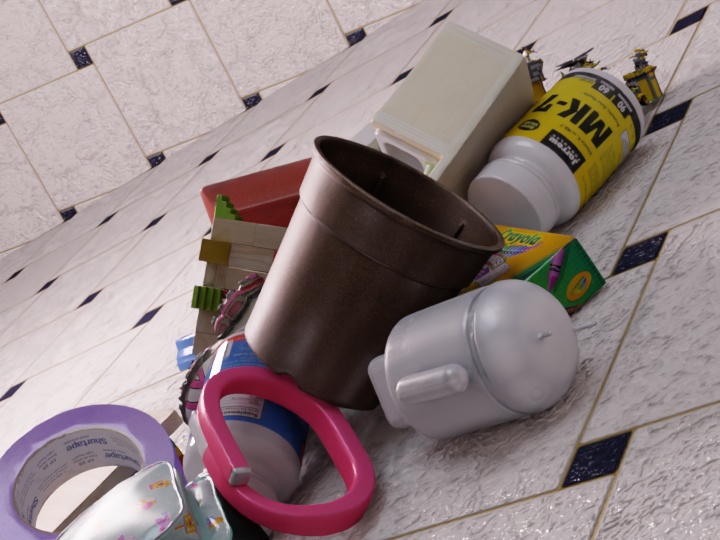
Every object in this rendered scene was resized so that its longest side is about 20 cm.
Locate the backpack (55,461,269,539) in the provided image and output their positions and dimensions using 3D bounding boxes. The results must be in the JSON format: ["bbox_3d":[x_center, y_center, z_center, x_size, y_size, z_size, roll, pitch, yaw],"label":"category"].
[{"bbox_3d":[-0.177,0.268,1.206,0.200,0.153,0.176,-44,21,-1],"label":"backpack"}]

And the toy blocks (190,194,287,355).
[{"bbox_3d":[-0.100,0.028,1.598,0.136,0.201,0.100,9,-1,15],"label":"toy blocks"}]

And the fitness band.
[{"bbox_3d":[-0.068,0.154,1.287,0.200,0.143,0.037,56,135,48],"label":"fitness band"}]

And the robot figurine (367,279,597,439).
[{"bbox_3d":[0.100,0.075,1.238,0.200,0.113,0.170,-22,4,39],"label":"robot figurine"}]

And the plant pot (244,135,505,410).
[{"bbox_3d":[0.001,0.010,1.371,0.199,0.200,0.200,-62,9,16],"label":"plant pot"}]

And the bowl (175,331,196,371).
[{"bbox_3d":[-0.126,0.069,1.741,0.200,0.039,0.201,-19,0,0],"label":"bowl"}]

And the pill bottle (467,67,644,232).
[{"bbox_3d":[0.210,-0.120,1.584,0.200,0.114,0.114,-46,18,-31],"label":"pill bottle"}]

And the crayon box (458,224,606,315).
[{"bbox_3d":[0.138,0.018,1.431,0.119,0.058,0.200,-40,16,-12],"label":"crayon box"}]

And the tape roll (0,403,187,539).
[{"bbox_3d":[-0.278,0.231,1.497,0.200,0.066,0.200,-8,42,7],"label":"tape roll"}]

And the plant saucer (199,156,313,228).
[{"bbox_3d":[-0.070,-0.041,1.751,0.199,0.200,0.037,-16,44,0],"label":"plant saucer"}]

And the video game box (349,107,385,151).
[{"bbox_3d":[0.068,-0.111,1.727,0.047,0.182,0.200,10,45,46],"label":"video game box"}]

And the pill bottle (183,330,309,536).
[{"bbox_3d":[-0.107,0.161,1.402,0.112,0.112,0.200,-27,33,29],"label":"pill bottle"}]

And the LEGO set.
[{"bbox_3d":[0.250,-0.227,1.751,0.154,0.116,0.200,-25,7,-29],"label":"LEGO set"}]

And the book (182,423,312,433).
[{"bbox_3d":[-0.115,0.160,1.591,0.134,0.048,0.200,-40,19,-10],"label":"book"}]

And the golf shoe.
[{"bbox_3d":[-0.125,0.104,1.524,0.073,0.092,0.200,-30,-26,-54],"label":"golf shoe"}]

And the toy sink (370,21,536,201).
[{"bbox_3d":[0.090,-0.145,1.601,0.112,0.130,0.200,29,76,25],"label":"toy sink"}]

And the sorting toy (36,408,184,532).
[{"bbox_3d":[-0.299,0.251,1.653,0.199,0.070,0.200,-45,18,-31],"label":"sorting toy"}]
